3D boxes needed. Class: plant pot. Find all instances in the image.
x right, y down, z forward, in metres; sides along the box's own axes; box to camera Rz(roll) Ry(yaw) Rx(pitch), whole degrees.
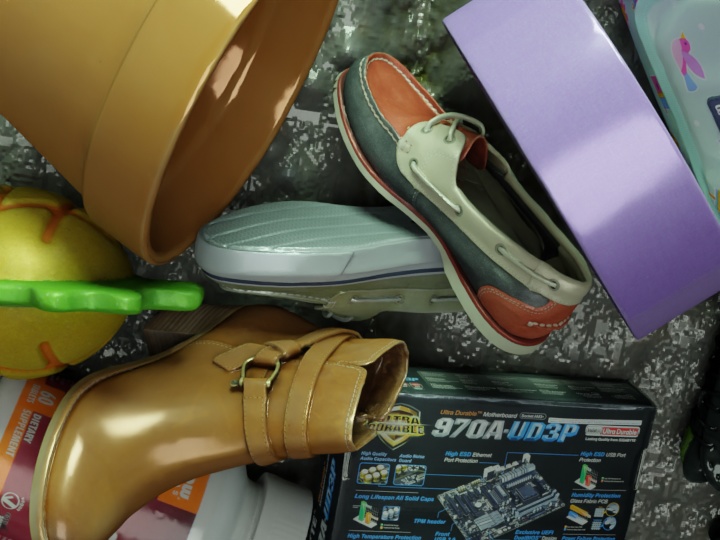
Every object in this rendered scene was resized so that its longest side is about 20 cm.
[{"bbox_3d":[-0.115,-0.123,0.781,0.139,0.200,0.201,30,104,6],"label":"plant pot"}]

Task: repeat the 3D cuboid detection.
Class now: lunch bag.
[{"bbox_3d":[0.219,-0.103,0.786,0.121,0.200,0.171,-24,107,5],"label":"lunch bag"}]

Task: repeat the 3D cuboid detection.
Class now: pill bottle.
[{"bbox_3d":[-0.136,0.140,0.892,0.199,0.110,0.110,22,105,-8],"label":"pill bottle"}]

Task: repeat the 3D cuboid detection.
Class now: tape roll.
[{"bbox_3d":[0.122,-0.065,0.793,0.065,0.200,0.201,-32,106,6],"label":"tape roll"}]

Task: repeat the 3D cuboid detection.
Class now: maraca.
[{"bbox_3d":[-0.178,0.008,0.818,0.199,0.137,0.108,6,98,36],"label":"maraca"}]

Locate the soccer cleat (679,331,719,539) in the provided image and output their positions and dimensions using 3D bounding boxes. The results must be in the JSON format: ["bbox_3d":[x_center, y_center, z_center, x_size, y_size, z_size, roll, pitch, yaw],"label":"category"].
[{"bbox_3d":[0.234,0.089,0.919,0.080,0.068,0.201,-9,108,14],"label":"soccer cleat"}]

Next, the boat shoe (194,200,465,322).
[{"bbox_3d":[0.000,0.000,0.852,0.199,0.072,0.062,-2,116,-25],"label":"boat shoe"}]

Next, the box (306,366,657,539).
[{"bbox_3d":[0.071,0.143,0.913,0.199,0.046,0.160,4,107,-18],"label":"box"}]

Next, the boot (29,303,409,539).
[{"bbox_3d":[-0.073,0.086,0.793,0.154,0.200,0.074,7,133,24],"label":"boot"}]

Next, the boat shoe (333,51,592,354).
[{"bbox_3d":[0.056,-0.049,0.823,0.201,0.071,0.063,57,139,20],"label":"boat shoe"}]
